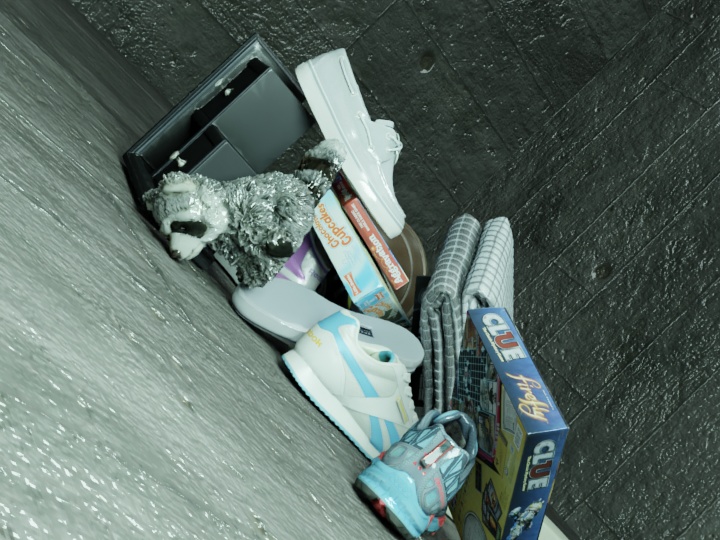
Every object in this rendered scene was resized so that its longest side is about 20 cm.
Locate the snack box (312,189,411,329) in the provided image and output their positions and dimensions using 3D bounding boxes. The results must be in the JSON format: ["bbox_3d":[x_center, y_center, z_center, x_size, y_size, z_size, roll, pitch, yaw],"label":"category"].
[{"bbox_3d":[0.000,0.000,1.128,0.117,0.037,0.200,61,2,18],"label":"snack box"}]

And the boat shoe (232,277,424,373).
[{"bbox_3d":[-0.039,0.069,1.020,0.199,0.070,0.071,20,32,-23],"label":"boat shoe"}]

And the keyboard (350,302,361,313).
[{"bbox_3d":[-0.011,0.047,1.345,0.056,0.011,0.201,52,-20,37],"label":"keyboard"}]

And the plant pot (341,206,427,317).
[{"bbox_3d":[-0.022,-0.006,1.526,0.200,0.200,0.198,46,9,15],"label":"plant pot"}]

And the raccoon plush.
[{"bbox_3d":[-0.110,-0.076,0.971,0.134,0.097,0.201,37,43,-13],"label":"raccoon plush"}]

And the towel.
[{"bbox_3d":[0.114,0.064,1.113,0.166,0.085,0.202,-66,155,-58],"label":"towel"}]

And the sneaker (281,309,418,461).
[{"bbox_3d":[0.020,0.122,0.967,0.200,0.081,0.077,47,-1,-26],"label":"sneaker"}]

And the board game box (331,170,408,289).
[{"bbox_3d":[0.005,-0.050,1.153,0.103,0.019,0.200,56,2,-15],"label":"board game box"}]

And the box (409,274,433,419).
[{"bbox_3d":[0.089,0.119,1.255,0.043,0.202,0.160,3,-11,13],"label":"box"}]

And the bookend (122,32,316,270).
[{"bbox_3d":[-0.131,-0.127,1.070,0.092,0.199,0.200,47,1,-26],"label":"bookend"}]

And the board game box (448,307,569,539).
[{"bbox_3d":[0.108,0.149,0.850,0.136,0.034,0.201,-112,-159,-48],"label":"board game box"}]

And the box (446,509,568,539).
[{"bbox_3d":[0.154,0.268,1.138,0.200,0.068,0.082,47,2,-19],"label":"box"}]

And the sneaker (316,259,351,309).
[{"bbox_3d":[-0.063,-0.004,1.303,0.200,0.078,0.091,53,-5,38],"label":"sneaker"}]

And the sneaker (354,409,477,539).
[{"bbox_3d":[0.061,0.158,0.846,0.079,0.095,0.200,47,1,7],"label":"sneaker"}]

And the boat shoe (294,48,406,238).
[{"bbox_3d":[0.005,-0.132,1.075,0.201,0.068,0.072,63,3,11],"label":"boat shoe"}]

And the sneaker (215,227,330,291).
[{"bbox_3d":[-0.106,-0.039,1.161,0.200,0.114,0.073,46,2,29],"label":"sneaker"}]
